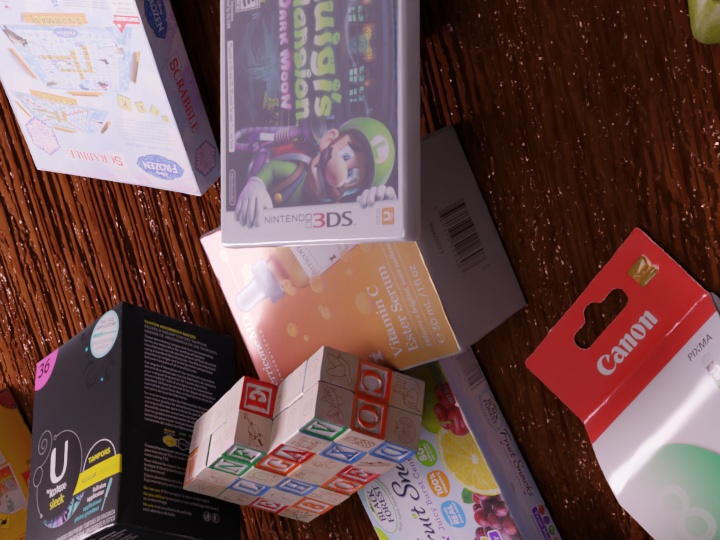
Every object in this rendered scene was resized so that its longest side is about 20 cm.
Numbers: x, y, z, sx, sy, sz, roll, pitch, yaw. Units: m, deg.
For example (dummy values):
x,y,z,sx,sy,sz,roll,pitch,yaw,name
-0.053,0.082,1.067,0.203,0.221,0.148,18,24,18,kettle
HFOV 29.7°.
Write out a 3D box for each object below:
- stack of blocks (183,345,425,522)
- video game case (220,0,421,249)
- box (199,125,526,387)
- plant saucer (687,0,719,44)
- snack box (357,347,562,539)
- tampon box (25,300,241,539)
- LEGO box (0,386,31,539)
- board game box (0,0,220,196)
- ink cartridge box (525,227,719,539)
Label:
x,y,z,sx,sy,sz,roll,pitch,yaw,name
-0.048,0.128,1.045,0.114,0.059,0.200,19,148,-20,stack of blocks
-0.033,-0.119,0.973,0.181,0.023,0.202,-1,88,40,video game case
0.000,0.000,1.053,0.199,0.106,0.154,-21,96,38,box
0.272,-0.239,0.804,0.198,0.048,0.202,0,108,36,plant saucer
0.064,0.169,1.107,0.142,0.053,0.202,-24,93,40,snack box
-0.199,0.157,1.184,0.149,0.126,0.202,-32,51,38,tampon box
-0.417,0.230,1.378,0.077,0.199,0.150,-23,93,38,LEGO box
-0.228,-0.167,1.153,0.198,0.041,0.201,11,133,31,board game box
0.221,0.095,0.972,0.200,0.050,0.161,43,127,11,ink cartridge box
